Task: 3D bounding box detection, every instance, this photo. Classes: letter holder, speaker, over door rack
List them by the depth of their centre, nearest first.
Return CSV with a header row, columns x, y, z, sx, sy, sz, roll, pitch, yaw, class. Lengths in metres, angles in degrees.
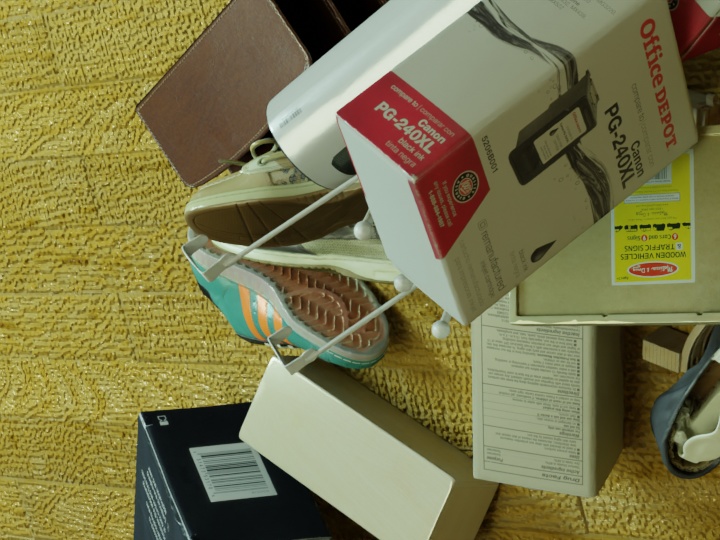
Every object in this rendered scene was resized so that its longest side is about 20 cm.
x,y,z,sx,sy,sz,roll,pitch,yaw,class
0.032,-0.144,1.659,0.200,0.081,0.081,-38,78,25,speaker
0.000,0.000,1.704,0.148,0.200,0.067,52,-163,-48,over door rack
-0.054,-0.124,1.805,0.142,0.101,0.200,58,140,7,letter holder

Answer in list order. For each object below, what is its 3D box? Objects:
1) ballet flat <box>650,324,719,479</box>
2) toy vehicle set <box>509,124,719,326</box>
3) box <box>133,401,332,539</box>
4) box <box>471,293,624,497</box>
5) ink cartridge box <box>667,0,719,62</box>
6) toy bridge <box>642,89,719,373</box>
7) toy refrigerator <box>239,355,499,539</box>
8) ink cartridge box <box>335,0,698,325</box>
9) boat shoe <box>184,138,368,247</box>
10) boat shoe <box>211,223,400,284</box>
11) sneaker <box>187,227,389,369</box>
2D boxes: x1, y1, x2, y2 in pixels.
x,y,z,sx,sy,sz,roll,pitch,yaw,class
0.248,0.073,1.583,0.073,0.073,0.200,52,140,17,ballet flat
0.190,-0.028,1.552,0.200,0.027,0.124,-1,86,27,toy vehicle set
-0.109,0.243,1.975,0.197,0.117,0.200,-119,30,-54,box
0.130,0.048,1.680,0.095,0.078,0.200,9,117,20,box
0.219,-0.247,1.453,0.146,0.083,0.200,54,139,15,ink cartridge box
0.223,-0.023,1.602,0.067,0.027,0.200,23,124,37,toy bridge
0.007,0.144,1.882,0.200,0.070,0.076,32,106,35,toy refrigerator
0.099,-0.088,1.472,0.083,0.200,0.145,41,163,38,ink cartridge box
-0.031,-0.066,1.772,0.073,0.200,0.063,62,-159,-60,boat shoe
-0.022,-0.033,1.834,0.201,0.072,0.066,10,102,32,boat shoe
-0.054,0.028,1.911,0.200,0.071,0.080,34,146,30,sneaker
